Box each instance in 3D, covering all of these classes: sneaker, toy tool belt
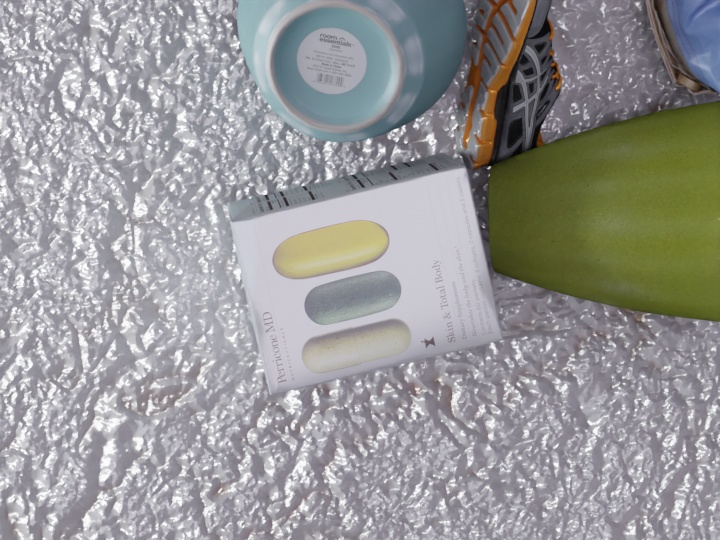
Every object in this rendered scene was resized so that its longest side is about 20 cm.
[{"bbox_3d":[0.137,-0.176,1.699,0.077,0.079,0.201,-1,132,-17],"label":"sneaker"},{"bbox_3d":[0.327,-0.192,1.710,0.124,0.123,0.201,-32,99,-1],"label":"toy tool belt"}]

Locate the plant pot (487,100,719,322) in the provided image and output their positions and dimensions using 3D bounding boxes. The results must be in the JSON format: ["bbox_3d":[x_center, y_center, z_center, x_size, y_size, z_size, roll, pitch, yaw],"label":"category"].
[{"bbox_3d":[0.212,-0.048,1.704,0.198,0.187,0.189,-1,97,10],"label":"plant pot"}]

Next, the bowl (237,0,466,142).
[{"bbox_3d":[-0.013,-0.186,1.655,0.199,0.105,0.202,3,118,6],"label":"bowl"}]

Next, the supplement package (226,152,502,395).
[{"bbox_3d":[0.000,0.000,1.689,0.199,0.151,0.153,-13,98,-3],"label":"supplement package"}]
